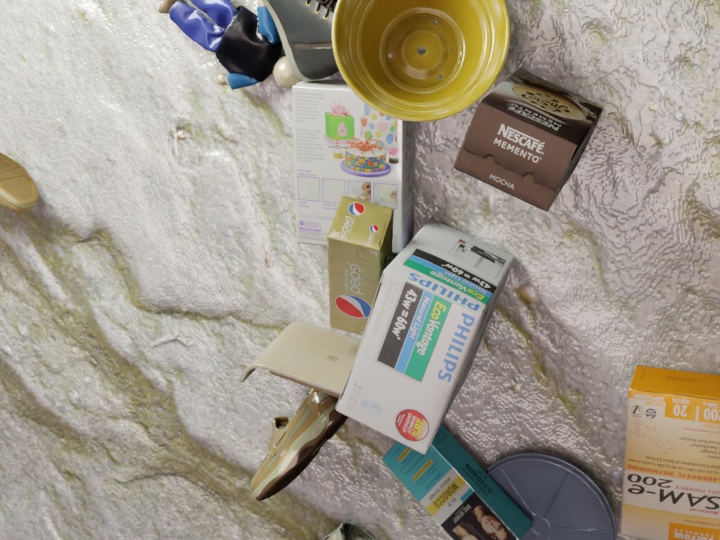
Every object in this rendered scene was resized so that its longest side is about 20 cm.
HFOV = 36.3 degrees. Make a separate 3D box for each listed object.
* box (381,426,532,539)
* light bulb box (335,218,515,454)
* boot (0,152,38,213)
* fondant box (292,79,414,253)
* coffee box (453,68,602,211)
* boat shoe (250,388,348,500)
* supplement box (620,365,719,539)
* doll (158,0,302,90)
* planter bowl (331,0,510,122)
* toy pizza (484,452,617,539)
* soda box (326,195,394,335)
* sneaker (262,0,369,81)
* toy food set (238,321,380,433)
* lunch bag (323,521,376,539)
[{"bbox_3d":[0.125,0.291,1.445,0.200,0.049,0.082,46,122,13],"label":"box"},{"bbox_3d":[0.081,0.074,1.321,0.124,0.200,0.200,24,115,10],"label":"light bulb box"},{"bbox_3d":[-0.558,-0.099,1.570,0.199,0.073,0.156,32,116,9],"label":"boot"},{"bbox_3d":[-0.008,-0.130,1.361,0.143,0.058,0.202,7,112,18],"label":"fondant box"},{"bbox_3d":[0.188,-0.148,1.200,0.112,0.200,0.080,26,116,9],"label":"coffee box"},{"bbox_3d":[-0.097,0.235,1.529,0.076,0.071,0.200,47,111,15],"label":"boat shoe"},{"bbox_3d":[0.385,0.227,1.333,0.124,0.074,0.202,5,111,20],"label":"supplement box"},{"bbox_3d":[-0.152,-0.294,1.359,0.199,0.048,0.137,38,118,5],"label":"doll"},{"bbox_3d":[0.069,-0.260,1.252,0.198,0.083,0.203,0,85,4],"label":"planter bowl"},{"bbox_3d":[0.240,0.330,1.446,0.198,0.032,0.203,8,110,23],"label":"toy pizza"},{"bbox_3d":[0.000,0.000,1.344,0.067,0.065,0.201,14,147,9],"label":"soda box"},{"bbox_3d":[-0.057,-0.326,1.283,0.106,0.075,0.202,-2,120,45],"label":"sneaker"},{"bbox_3d":[-0.041,0.140,1.423,0.198,0.144,0.061,17,114,14],"label":"toy food set"},{"bbox_3d":[-0.014,0.475,1.552,0.200,0.117,0.164,45,118,7],"label":"lunch bag"}]
